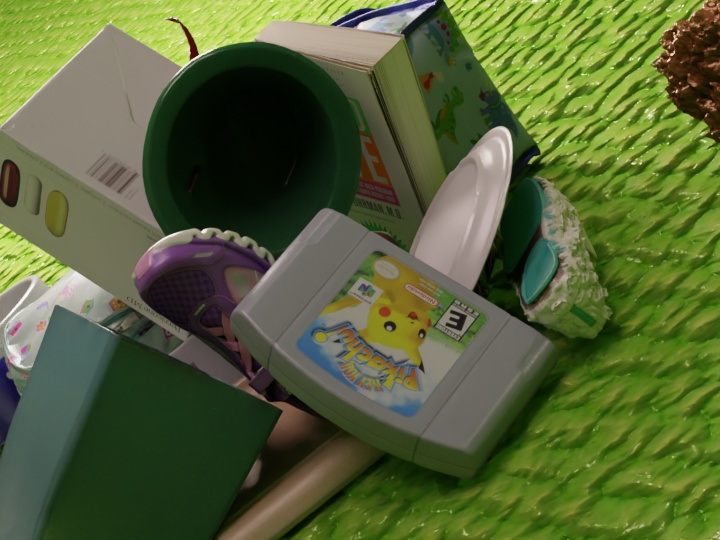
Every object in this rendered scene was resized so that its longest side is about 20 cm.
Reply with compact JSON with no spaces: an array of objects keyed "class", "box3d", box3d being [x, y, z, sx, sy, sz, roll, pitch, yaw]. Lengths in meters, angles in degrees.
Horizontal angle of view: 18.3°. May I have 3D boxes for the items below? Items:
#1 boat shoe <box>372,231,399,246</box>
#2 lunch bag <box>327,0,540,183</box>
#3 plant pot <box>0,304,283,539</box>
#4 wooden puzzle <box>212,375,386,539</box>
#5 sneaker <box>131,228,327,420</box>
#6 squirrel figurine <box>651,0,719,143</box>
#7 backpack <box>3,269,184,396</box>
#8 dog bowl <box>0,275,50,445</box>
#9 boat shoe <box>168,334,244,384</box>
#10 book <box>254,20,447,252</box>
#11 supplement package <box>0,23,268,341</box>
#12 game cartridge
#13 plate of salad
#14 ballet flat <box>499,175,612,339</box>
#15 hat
[{"class":"boat shoe","box3d":[0.000,0.000,1.679,0.072,0.072,0.200,-56,17,-8]},{"class":"lunch bag","box3d":[0.025,-0.124,1.868,0.199,0.171,0.128,-9,32,52]},{"class":"plant pot","box3d":[-0.177,0.152,1.580,0.141,0.141,0.201,18,83,64]},{"class":"wooden puzzle","box3d":[-0.050,0.124,1.646,0.185,0.037,0.200,-38,26,-9]},{"class":"sneaker","box3d":[-0.071,0.044,1.568,0.080,0.199,0.089,-41,37,27]},{"class":"squirrel figurine","box3d":[0.298,-0.163,1.520,0.199,0.187,0.142,-31,21,9]},{"class":"backpack","box3d":[-0.199,0.052,1.886,0.199,0.127,0.167,-37,24,1]},{"class":"dog bowl","box3d":[-0.338,0.099,2.007,0.200,0.079,0.200,-40,13,11]},{"class":"boat shoe","box3d":[-0.129,0.090,1.765,0.199,0.069,0.057,-25,-20,-26]},{"class":"book","box3d":[0.001,-0.101,1.767,0.133,0.201,0.048,16,50,41]},{"class":"supplement package","box3d":[-0.171,-0.071,1.792,0.156,0.199,0.111,-50,-15,-38]},{"class":"game cartridge","box3d":[0.019,0.051,1.507,0.134,0.199,0.041,-51,-16,-31]},{"class":"plate of salad","box3d":[0.075,-0.010,1.651,0.201,0.048,0.201,-90,26,-60]},{"class":"ballet flat","box3d":[0.140,-0.002,1.590,0.071,0.072,0.200,-30,21,11]},{"class":"hat","box3d":[-0.088,-0.094,1.748,0.176,0.164,0.202,177,103,-84]}]
